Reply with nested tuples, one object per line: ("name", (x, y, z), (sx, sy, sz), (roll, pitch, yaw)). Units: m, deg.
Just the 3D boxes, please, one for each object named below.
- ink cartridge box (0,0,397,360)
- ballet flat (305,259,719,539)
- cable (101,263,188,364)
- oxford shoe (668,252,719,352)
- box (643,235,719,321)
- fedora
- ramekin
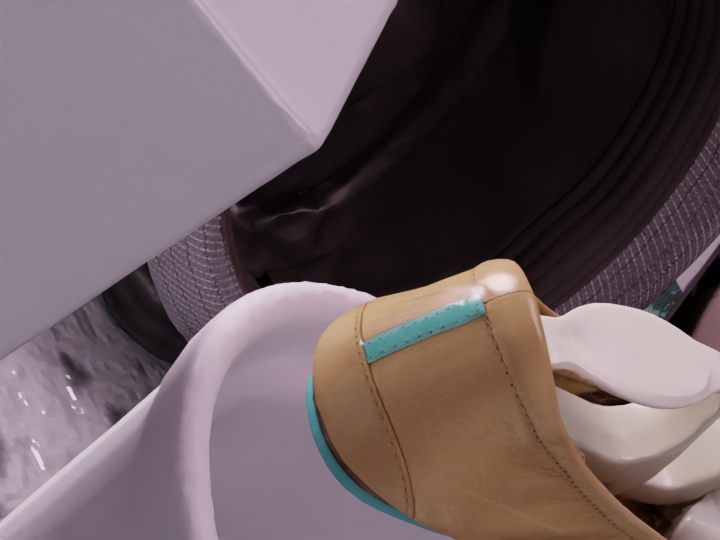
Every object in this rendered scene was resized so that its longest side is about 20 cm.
("ink cartridge box", (-0.110, -0.053, 0.525), (0.145, 0.200, 0.145), (51, 25, -15))
("ballet flat", (0.068, 0.046, 0.651), (0.200, 0.063, 0.069), (24, 40, -51))
("cable", (0.000, 0.000, 0.834), (0.200, 0.050, 0.097), (22, 37, -50))
("oxford shoe", (0.117, 0.037, 0.828), (0.071, 0.073, 0.200), (13, 8, -11))
("box", (0.049, -0.093, 0.871), (0.200, 0.145, 0.036), (37, -6, 4))
("fedora", (0.021, -0.061, 0.750), (0.177, 0.200, 0.090), (36, 8, -38))
("ramekin", (-0.003, 0.112, 0.634), (0.200, 0.098, 0.201), (42, 29, -29))
